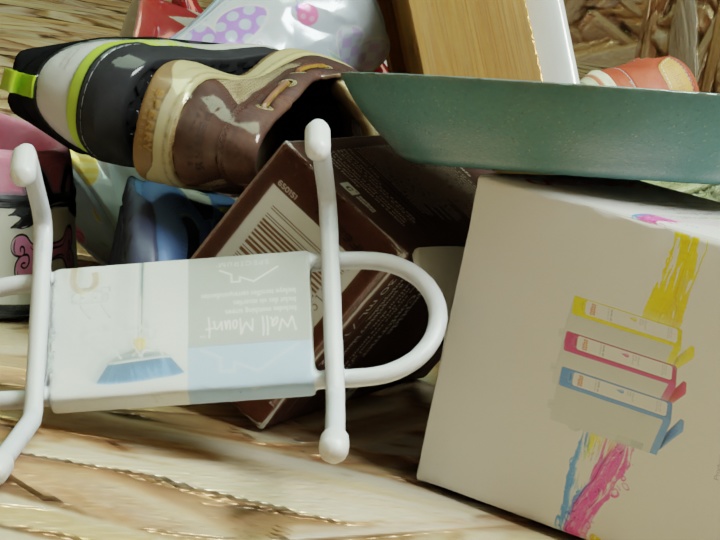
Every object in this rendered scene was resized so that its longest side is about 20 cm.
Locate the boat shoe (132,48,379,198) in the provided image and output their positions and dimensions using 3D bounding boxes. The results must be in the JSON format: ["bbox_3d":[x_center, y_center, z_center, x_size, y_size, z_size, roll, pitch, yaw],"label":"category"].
[{"bbox_3d":[-0.024,-0.060,1.162,0.072,0.072,0.200,14,7,23],"label":"boat shoe"}]

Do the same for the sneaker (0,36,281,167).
[{"bbox_3d":[-0.093,-0.081,1.219,0.083,0.072,0.200,14,1,29],"label":"sneaker"}]

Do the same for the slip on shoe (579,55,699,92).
[{"bbox_3d":[0.136,-0.073,1.379,0.061,0.074,0.200,-23,-4,-7],"label":"slip on shoe"}]

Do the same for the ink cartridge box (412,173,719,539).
[{"bbox_3d":[0.126,0.039,1.015,0.200,0.126,0.128,17,10,34],"label":"ink cartridge box"}]

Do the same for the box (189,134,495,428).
[{"bbox_3d":[0.000,0.000,1.125,0.075,0.100,0.200,43,18,11],"label":"box"}]

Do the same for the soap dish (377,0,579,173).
[{"bbox_3d":[0.057,-0.112,1.351,0.081,0.201,0.157,-9,-18,-6],"label":"soap dish"}]

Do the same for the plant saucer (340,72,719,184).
[{"bbox_3d":[0.090,-0.056,1.051,0.199,0.036,0.200,4,3,0],"label":"plant saucer"}]

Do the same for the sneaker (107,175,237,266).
[{"bbox_3d":[-0.072,-0.002,1.181,0.082,0.074,0.200,15,10,1],"label":"sneaker"}]

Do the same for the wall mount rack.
[{"bbox_3d":[-0.067,0.024,0.948,0.199,0.075,0.174,-5,48,1],"label":"wall mount rack"}]

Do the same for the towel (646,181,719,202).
[{"bbox_3d":[0.171,-0.041,1.232,0.199,0.037,0.148,-24,7,8],"label":"towel"}]

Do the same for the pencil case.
[{"bbox_3d":[-0.078,-0.089,1.326,0.083,0.200,0.091,29,-27,47],"label":"pencil case"}]

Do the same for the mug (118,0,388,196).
[{"bbox_3d":[-0.040,-0.085,1.446,0.199,0.178,0.133,15,-9,-10],"label":"mug"}]

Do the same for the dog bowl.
[{"bbox_3d":[-0.220,-0.039,1.198,0.199,0.074,0.200,12,8,-2],"label":"dog bowl"}]
